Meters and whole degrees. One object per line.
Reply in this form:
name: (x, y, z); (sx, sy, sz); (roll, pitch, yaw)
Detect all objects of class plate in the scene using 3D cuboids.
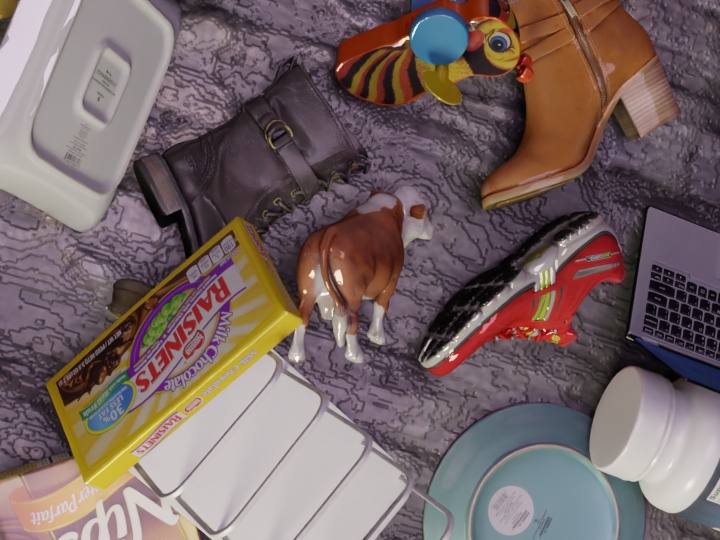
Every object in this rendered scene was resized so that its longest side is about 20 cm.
plate: (-0.199, -0.139, 1.153); (0.032, 0.200, 0.201); (19, 83, 20)
plate: (0.150, 0.212, 1.315); (0.199, 0.026, 0.202); (0, 90, -14)

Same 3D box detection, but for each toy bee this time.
toy bee: (0.083, -0.177, 1.248); (0.109, 0.199, 0.131); (46, 49, -28)

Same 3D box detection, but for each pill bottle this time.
pill bottle: (0.298, 0.153, 1.305); (0.199, 0.120, 0.120); (20, 84, -12)

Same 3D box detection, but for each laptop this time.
laptop: (0.328, 0.044, 1.287); (0.186, 0.116, 0.201); (20, 64, -13)

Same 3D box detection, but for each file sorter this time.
file sorter: (-0.051, 0.160, 1.161); (0.200, 0.124, 0.139); (44, 82, -22)

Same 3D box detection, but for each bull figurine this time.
bull figurine: (0.000, 0.000, 1.225); (0.065, 0.200, 0.122); (11, 103, 21)

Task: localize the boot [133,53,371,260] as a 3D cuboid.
boot: (-0.067, -0.051, 1.244); (0.173, 0.069, 0.201); (-28, 96, -14)

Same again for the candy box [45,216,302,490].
candy box: (-0.138, 0.060, 1.142); (0.200, 0.102, 0.026); (-40, 144, 12)

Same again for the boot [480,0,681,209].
boot: (0.152, -0.152, 1.305); (0.199, 0.074, 0.155); (-31, 92, -16)

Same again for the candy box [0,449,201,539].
candy box: (-0.228, 0.202, 1.204); (0.199, 0.055, 0.116); (-17, 94, -14)

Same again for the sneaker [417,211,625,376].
sneaker: (0.140, 0.033, 1.292); (0.200, 0.077, 0.085); (-35, 102, -12)

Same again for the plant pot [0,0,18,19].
plant pot: (-0.275, -0.285, 1.142); (0.200, 0.201, 0.190); (-19, 110, -14)

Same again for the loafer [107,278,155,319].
loafer: (-0.130, 0.090, 1.221); (0.067, 0.076, 0.200); (-45, 99, -17)

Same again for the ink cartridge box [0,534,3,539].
ink cartridge box: (-0.352, 0.258, 1.092); (0.199, 0.146, 0.085); (-23, 96, 13)
